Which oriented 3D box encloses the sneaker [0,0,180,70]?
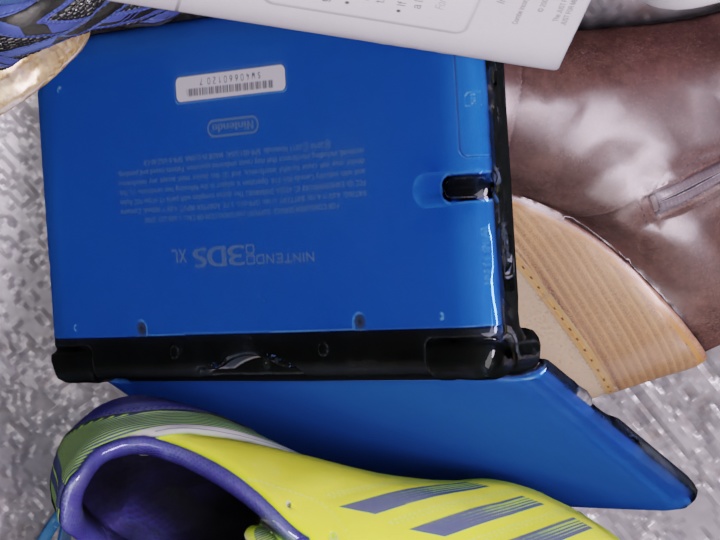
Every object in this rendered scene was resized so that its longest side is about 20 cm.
[{"bbox_3d":[-0.055,-0.122,0.735,0.199,0.075,0.079,-21,155,-19],"label":"sneaker"}]

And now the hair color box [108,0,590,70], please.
[{"bbox_3d":[-0.028,-0.120,0.632,0.199,0.061,0.099,7,143,-12],"label":"hair color box"}]

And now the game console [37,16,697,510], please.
[{"bbox_3d":[0.000,0.000,0.788,0.199,0.118,0.172,-3,91,41],"label":"game console"}]

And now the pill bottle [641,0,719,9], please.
[{"bbox_3d":[0.072,-0.186,0.697,0.112,0.113,0.200,-35,110,16],"label":"pill bottle"}]

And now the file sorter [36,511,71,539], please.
[{"bbox_3d":[-0.138,0.155,0.855,0.200,0.139,0.123,29,110,-13],"label":"file sorter"}]

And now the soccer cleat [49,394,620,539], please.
[{"bbox_3d":[-0.006,0.093,0.755,0.199,0.084,0.065,16,103,3],"label":"soccer cleat"}]

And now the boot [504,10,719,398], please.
[{"bbox_3d":[0.093,-0.066,0.795,0.166,0.072,0.200,-31,108,0],"label":"boot"}]

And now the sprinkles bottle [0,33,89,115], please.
[{"bbox_3d":[-0.167,-0.139,0.748,0.068,0.068,0.200,-29,112,14],"label":"sprinkles bottle"}]
